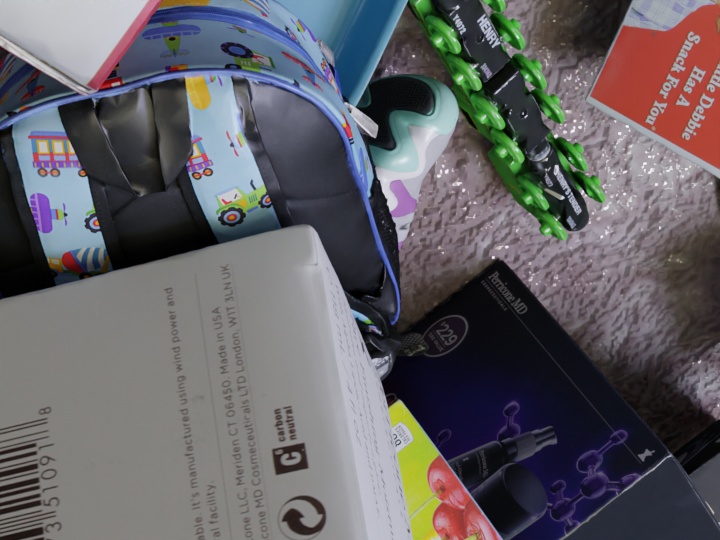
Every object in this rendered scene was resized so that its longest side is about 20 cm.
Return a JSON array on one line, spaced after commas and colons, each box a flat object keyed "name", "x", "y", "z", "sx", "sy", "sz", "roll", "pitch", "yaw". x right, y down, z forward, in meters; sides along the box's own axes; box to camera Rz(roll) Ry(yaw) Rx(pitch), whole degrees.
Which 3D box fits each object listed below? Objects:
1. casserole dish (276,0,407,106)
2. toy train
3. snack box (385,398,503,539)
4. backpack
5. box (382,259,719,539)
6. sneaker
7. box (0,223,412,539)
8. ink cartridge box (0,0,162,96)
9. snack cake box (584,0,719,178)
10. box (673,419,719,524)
[{"name": "casserole dish", "x": -0.040, "y": -0.136, "z": 0.944, "sx": 0.120, "sy": 0.039, "sz": 0.201, "roll": 10, "pitch": 131, "yaw": -21}, {"name": "toy train", "x": 0.069, "y": -0.084, "z": 1.023, "sx": 0.042, "sy": 0.056, "sz": 0.200, "roll": -43, "pitch": 139, "yaw": -6}, {"name": "snack box", "x": -0.016, "y": 0.182, "z": 0.920, "sx": 0.200, "sy": 0.068, "sz": 0.169, "roll": -37, "pitch": 91, "yaw": -7}, {"name": "backpack", "x": -0.082, "y": -0.045, "z": 0.881, "sx": 0.181, "sy": 0.135, "sz": 0.200, "roll": -12, "pitch": 146, "yaw": 4}, {"name": "box", "x": 0.074, "y": 0.104, "z": 1.066, "sx": 0.141, "sy": 0.200, "sz": 0.079, "roll": -35, "pitch": 125, "yaw": -2}, {"name": "sneaker", "x": 0.000, "y": 0.000, "z": 1.055, "sx": 0.200, "sy": 0.078, "sz": 0.140, "roll": -41, "pitch": 129, "yaw": 15}, {"name": "box", "x": -0.083, "y": 0.116, "z": 0.816, "sx": 0.198, "sy": 0.200, "sz": 0.131, "roll": -14, "pitch": 149, "yaw": 5}, {"name": "ink cartridge box", "x": -0.116, "y": -0.181, "z": 0.810, "sx": 0.083, "sy": 0.200, "sz": 0.146, "roll": 30, "pitch": 103, "yaw": -32}, {"name": "snack cake box", "x": 0.202, "y": -0.144, "z": 0.998, "sx": 0.114, "sy": 0.067, "sz": 0.201, "roll": 30, "pitch": 127, "yaw": 8}, {"name": "box", "x": 0.160, "y": 0.146, "z": 1.148, "sx": 0.160, "sy": 0.200, "sz": 0.044, "roll": -37, "pitch": 85, "yaw": 1}]
